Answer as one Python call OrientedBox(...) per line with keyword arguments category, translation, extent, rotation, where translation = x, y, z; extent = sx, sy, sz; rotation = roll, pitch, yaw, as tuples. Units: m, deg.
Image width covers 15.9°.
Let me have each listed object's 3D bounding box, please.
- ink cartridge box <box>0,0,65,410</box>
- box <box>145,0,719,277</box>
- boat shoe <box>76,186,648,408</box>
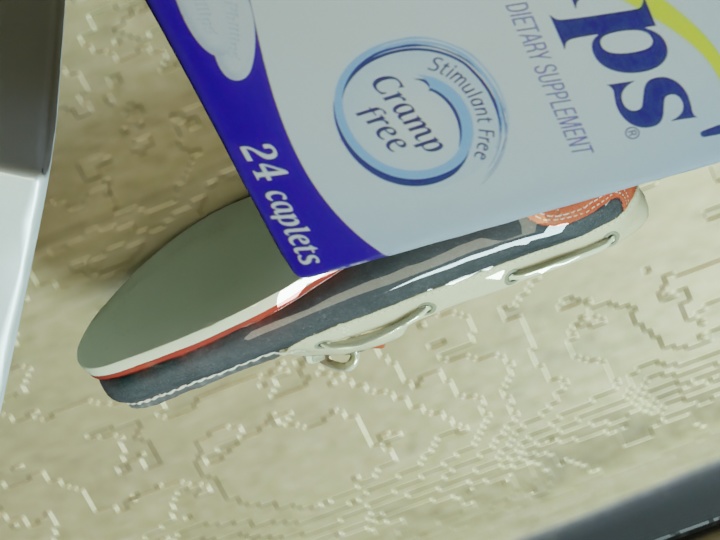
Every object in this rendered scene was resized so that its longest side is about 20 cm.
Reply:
OrientedBox(category="ink cartridge box", translation=(-0.182, 0.006, 0.815), extent=(0.144, 0.145, 0.201), rotation=(10, 120, -11))
OrientedBox(category="box", translation=(0.037, -0.120, 0.759), extent=(0.199, 0.105, 0.184), rotation=(-16, 123, 19))
OrientedBox(category="boat shoe", translation=(0.000, 0.000, 0.874), extent=(0.199, 0.071, 0.063), rotation=(-27, 123, 7))
